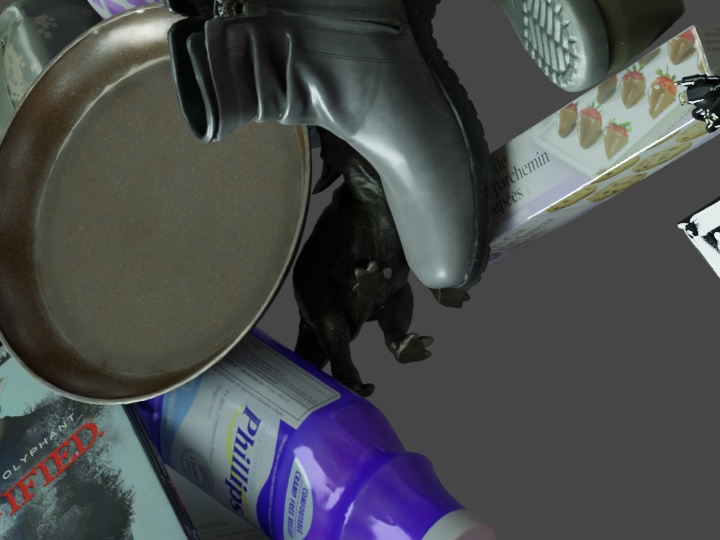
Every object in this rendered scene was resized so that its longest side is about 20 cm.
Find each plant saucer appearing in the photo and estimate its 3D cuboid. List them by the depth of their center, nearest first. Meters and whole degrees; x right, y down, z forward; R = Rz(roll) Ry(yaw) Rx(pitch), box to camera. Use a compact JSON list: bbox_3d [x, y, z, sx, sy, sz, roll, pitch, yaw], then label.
[{"bbox_3d":[-0.100,-0.031,1.459,0.199,0.032,0.201,-10,70,30],"label":"plant saucer"}]

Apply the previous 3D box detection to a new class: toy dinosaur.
[{"bbox_3d":[0.000,0.000,1.484,0.103,0.077,0.201,-112,25,-44],"label":"toy dinosaur"}]

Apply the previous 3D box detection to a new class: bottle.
[{"bbox_3d":[-0.022,0.094,1.441,0.200,0.065,0.084,33,129,33],"label":"bottle"}]

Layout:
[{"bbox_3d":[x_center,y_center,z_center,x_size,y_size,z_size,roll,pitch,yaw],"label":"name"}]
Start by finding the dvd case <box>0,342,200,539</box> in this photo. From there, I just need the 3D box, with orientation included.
[{"bbox_3d":[-0.162,0.117,1.463,0.146,0.022,0.200,-39,41,8],"label":"dvd case"}]

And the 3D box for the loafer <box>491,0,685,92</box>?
[{"bbox_3d":[0.085,-0.155,1.365,0.075,0.069,0.200,89,160,-46],"label":"loafer"}]

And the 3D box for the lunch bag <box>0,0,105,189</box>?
[{"bbox_3d":[-0.155,-0.038,1.621,0.200,0.117,0.165,-42,67,53],"label":"lunch bag"}]

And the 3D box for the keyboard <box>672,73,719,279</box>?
[{"bbox_3d":[0.204,-0.052,1.232,0.127,0.021,0.200,52,135,-4],"label":"keyboard"}]

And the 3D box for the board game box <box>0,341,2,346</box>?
[{"bbox_3d":[-0.235,0.015,1.633,0.200,0.064,0.148,61,-177,-47],"label":"board game box"}]

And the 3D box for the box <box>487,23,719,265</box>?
[{"bbox_3d":[0.104,-0.054,1.363,0.200,0.041,0.039,-31,71,46],"label":"box"}]

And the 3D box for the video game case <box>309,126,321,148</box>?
[{"bbox_3d":[-0.014,-0.166,1.472,0.200,0.019,0.144,-51,55,59],"label":"video game case"}]

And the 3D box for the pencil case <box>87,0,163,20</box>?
[{"bbox_3d":[-0.077,-0.177,1.484,0.200,0.084,0.086,-23,48,62],"label":"pencil case"}]

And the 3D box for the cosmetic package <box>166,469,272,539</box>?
[{"bbox_3d":[-0.060,0.208,1.492,0.200,0.164,0.166,24,112,47],"label":"cosmetic package"}]

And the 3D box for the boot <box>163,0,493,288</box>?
[{"bbox_3d":[-0.021,-0.075,1.359,0.070,0.131,0.201,-6,100,60],"label":"boot"}]
